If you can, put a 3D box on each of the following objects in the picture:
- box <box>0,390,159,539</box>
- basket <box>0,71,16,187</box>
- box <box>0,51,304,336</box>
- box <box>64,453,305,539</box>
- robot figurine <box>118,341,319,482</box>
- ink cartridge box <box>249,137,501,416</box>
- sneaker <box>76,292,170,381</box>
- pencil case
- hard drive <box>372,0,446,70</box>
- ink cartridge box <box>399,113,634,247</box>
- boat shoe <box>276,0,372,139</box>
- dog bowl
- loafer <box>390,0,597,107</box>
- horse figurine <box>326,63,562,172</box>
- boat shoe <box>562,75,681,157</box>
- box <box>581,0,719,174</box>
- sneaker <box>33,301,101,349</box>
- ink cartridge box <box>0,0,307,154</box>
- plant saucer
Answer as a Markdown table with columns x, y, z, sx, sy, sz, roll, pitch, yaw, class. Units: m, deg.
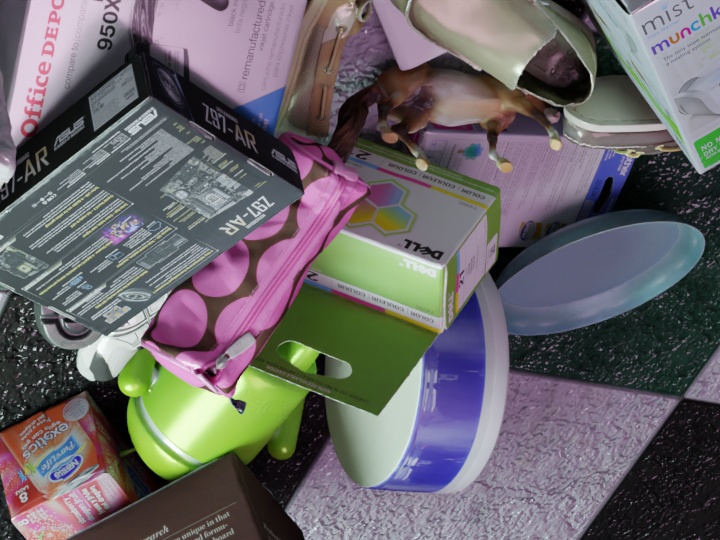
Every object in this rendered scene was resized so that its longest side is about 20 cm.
| x | y | z | sx | sy | sz | roll | pitch | yaw | class |
| --- | --- | --- | --- | --- | --- | --- | --- | --- | --- |
| -0.228 | 0.211 | 1.622 | 0.095 | 0.100 | 0.200 | -26 | 136 | 1 | box |
| -0.352 | -0.092 | 1.219 | 0.199 | 0.199 | 0.161 | 10 | 128 | -31 | basket |
| -0.164 | -0.046 | 1.294 | 0.200 | 0.044 | 0.160 | -35 | 140 | 24 | box |
| -0.114 | 0.295 | 1.523 | 0.164 | 0.201 | 0.166 | -28 | 142 | 4 | box |
| -0.115 | 0.098 | 1.553 | 0.175 | 0.116 | 0.200 | 24 | 119 | -31 | robot figurine |
| 0.000 | 0.000 | 1.422 | 0.200 | 0.147 | 0.076 | -52 | 153 | -41 | ink cartridge box |
| -0.145 | 0.023 | 1.469 | 0.087 | 0.076 | 0.200 | 37 | 109 | -3 | sneaker |
| -0.071 | -0.003 | 1.362 | 0.090 | 0.094 | 0.201 | 33 | 86 | -15 | pencil case |
| 0.057 | -0.250 | 1.369 | 0.131 | 0.026 | 0.200 | -25 | 136 | 1 | hard drive |
| 0.122 | -0.074 | 1.550 | 0.199 | 0.042 | 0.120 | 1 | 130 | -21 | ink cartridge box |
| -0.022 | -0.176 | 1.358 | 0.063 | 0.073 | 0.201 | 15 | 131 | -14 | boat shoe |
| 0.043 | 0.082 | 1.547 | 0.078 | 0.201 | 0.201 | 4 | 129 | -23 | dog bowl |
| 0.108 | -0.179 | 1.388 | 0.199 | 0.068 | 0.076 | 19 | 121 | -35 | loafer |
| 0.068 | -0.121 | 1.441 | 0.198 | 0.133 | 0.050 | 0 | 124 | -8 | horse figurine |
| 0.231 | -0.122 | 1.503 | 0.199 | 0.072 | 0.060 | -18 | 140 | -41 | boat shoe |
| 0.216 | -0.203 | 1.358 | 0.096 | 0.200 | 0.177 | -30 | 135 | 5 | box |
| -0.220 | -0.044 | 1.414 | 0.075 | 0.079 | 0.201 | 4 | 109 | -20 | sneaker |
| -0.155 | -0.152 | 1.308 | 0.199 | 0.084 | 0.145 | 5 | 113 | -26 | ink cartridge box |
| 0.199 | -0.002 | 1.621 | 0.199 | 0.028 | 0.200 | -15 | 157 | -7 | plant saucer |
